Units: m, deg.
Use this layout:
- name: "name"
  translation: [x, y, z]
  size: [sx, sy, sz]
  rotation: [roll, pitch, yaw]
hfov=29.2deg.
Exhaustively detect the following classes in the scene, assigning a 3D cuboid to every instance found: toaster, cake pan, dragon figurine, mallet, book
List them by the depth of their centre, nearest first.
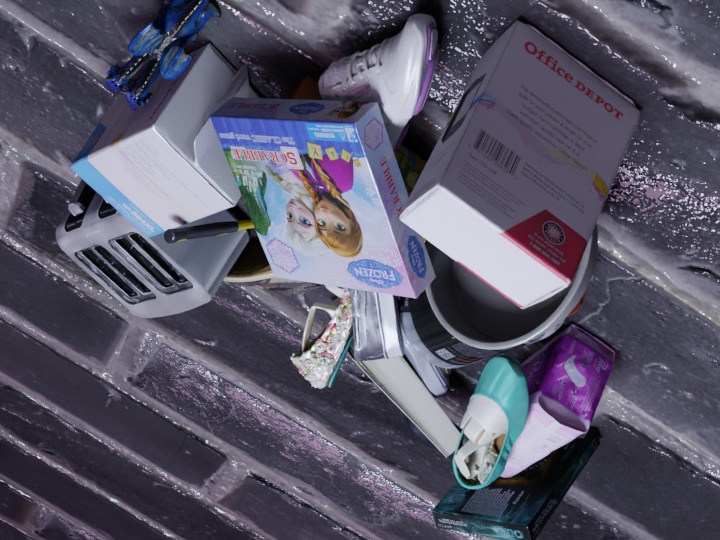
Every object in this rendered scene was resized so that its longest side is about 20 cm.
- name: "cake pan"
  translation: [0.148, -0.020, 1.345]
  size: [0.198, 0.204, 0.036]
  rotation: [-4, 164, 41]
- name: "dragon figurine"
  translation: [-0.192, -0.231, 1.380]
  size: [0.059, 0.100, 0.199]
  rotation: [37, 148, -16]
- name: "mallet"
  translation: [-0.141, -0.048, 1.548]
  size: [0.065, 0.198, 0.042]
  rotation: [-13, 88, 53]
- name: "toaster"
  translation: [-0.248, -0.043, 1.676]
  size: [0.180, 0.120, 0.200]
  rotation: [-12, 131, 48]
- name: "book"
  translation: [0.043, 0.129, 1.716]
  size: [0.200, 0.048, 0.134]
  rotation: [49, 180, -29]

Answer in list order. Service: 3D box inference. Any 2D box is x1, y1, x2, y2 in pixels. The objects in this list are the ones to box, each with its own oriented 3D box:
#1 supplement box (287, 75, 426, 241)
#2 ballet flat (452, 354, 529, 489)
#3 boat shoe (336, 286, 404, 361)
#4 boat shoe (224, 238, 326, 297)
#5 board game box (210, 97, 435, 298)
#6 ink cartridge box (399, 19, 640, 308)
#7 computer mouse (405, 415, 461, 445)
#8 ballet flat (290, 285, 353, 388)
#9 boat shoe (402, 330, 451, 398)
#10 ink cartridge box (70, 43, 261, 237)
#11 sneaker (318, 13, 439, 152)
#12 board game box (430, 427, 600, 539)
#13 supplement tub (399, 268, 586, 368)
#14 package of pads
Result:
- name: "supplement box"
  translation: [0.002, -0.111, 1.434]
  size: [0.199, 0.067, 0.069]
  rotation: [35, 146, -12]
- name: "ballet flat"
  translation: [0.139, 0.179, 1.525]
  size: [0.067, 0.070, 0.202]
  rotation: [35, 144, 23]
- name: "boat shoe"
  translation: [0.000, 0.000, 1.505]
  size: [0.067, 0.072, 0.203]
  rotation: [-9, 102, 6]
- name: "boat shoe"
  translation: [-0.089, 0.001, 1.657]
  size: [0.198, 0.074, 0.065]
  rotation: [-5, 131, 42]
- name: "board game box"
  translation: [-0.038, -0.074, 1.380]
  size: [0.198, 0.041, 0.202]
  rotation: [8, 130, 41]
- name: "ink cartridge box"
  translation: [0.143, -0.093, 1.218]
  size: [0.147, 0.201, 0.086]
  rotation: [35, 149, -11]
- name: "computer mouse"
  translation: [0.135, 0.250, 1.874]
  size: [0.199, 0.034, 0.058]
  rotation: [39, 146, -17]
- name: "ballet flat"
  translation: [-0.023, 0.044, 1.587]
  size: [0.063, 0.076, 0.202]
  rotation: [28, 106, 3]
- name: "boat shoe"
  translation: [0.086, 0.097, 1.661]
  size: [0.072, 0.062, 0.200]
  rotation: [50, 175, 23]
- name: "ink cartridge box"
  translation: [-0.189, -0.138, 1.483]
  size: [0.125, 0.130, 0.199]
  rotation: [44, 146, -25]
- name: "sneaker"
  translation: [0.013, -0.175, 1.311]
  size: [0.098, 0.076, 0.201]
  rotation: [22, 147, -6]
- name: "board game box"
  translation: [0.190, 0.251, 1.678]
  size: [0.134, 0.200, 0.029]
  rotation: [2, 120, 36]
- name: "supplement tub"
  translation: [0.140, 0.026, 1.465]
  size: [0.122, 0.123, 0.199]
  rotation: [39, 147, -18]
- name: "package of pads"
  translation: [0.206, 0.157, 1.603]
  size: [0.075, 0.121, 0.200]
  rotation: [32, 149, -7]
